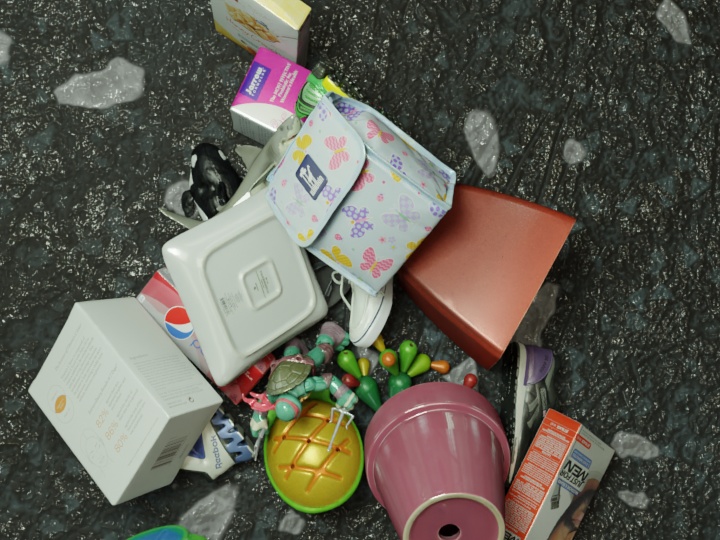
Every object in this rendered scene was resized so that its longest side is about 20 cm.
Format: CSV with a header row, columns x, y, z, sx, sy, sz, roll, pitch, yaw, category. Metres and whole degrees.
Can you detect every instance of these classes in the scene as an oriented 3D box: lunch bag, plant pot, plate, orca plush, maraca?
x,y,z,sx,sy,sz,roll,pitch,yaw,category
-0.008,-0.096,1.011,0.198,0.128,0.170,37,121,-8,lunch bag
0.106,0.276,1.049,0.194,0.180,0.205,-2,116,-4,plant pot
0.155,-0.004,1.115,0.174,0.200,0.203,30,82,9,plant pot
-0.135,0.017,1.055,0.198,0.032,0.204,-33,114,-33,plate
-0.202,-0.083,1.141,0.102,0.071,0.206,1,85,-5,orca plush
-0.070,0.228,1.114,0.134,0.108,0.203,-18,61,-9,maraca

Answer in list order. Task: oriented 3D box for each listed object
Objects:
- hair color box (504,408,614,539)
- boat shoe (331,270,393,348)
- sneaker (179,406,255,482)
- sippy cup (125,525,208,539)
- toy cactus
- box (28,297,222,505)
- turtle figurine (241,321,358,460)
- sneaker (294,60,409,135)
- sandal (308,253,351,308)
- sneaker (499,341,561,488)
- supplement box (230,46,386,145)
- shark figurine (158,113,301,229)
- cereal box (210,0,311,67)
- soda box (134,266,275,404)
x,y,z,sx,sy,sz,roll,pitch,yaw,category
0.263,0.309,1.130,0.110,0.063,0.203,34,82,-40,hair color box
0.003,-0.002,1.125,0.085,0.074,0.206,27,68,-28,boat shoe
-0.241,0.208,1.107,0.115,0.081,0.201,-39,91,-10,sneaker
-0.268,0.426,1.067,0.175,0.139,0.133,-13,98,32,sippy cup
0.054,0.183,1.140,0.195,0.102,0.169,17,93,-12,toy cactus
-0.299,0.159,1.037,0.200,0.106,0.154,44,112,21,box
-0.076,0.151,1.057,0.146,0.201,0.103,-6,121,15,turtle figurine
0.000,-0.180,1.077,0.199,0.078,0.085,41,116,-8,sneaker
-0.073,0.036,1.157,0.076,0.043,0.201,42,83,-1,sandal
0.244,0.209,1.159,0.085,0.076,0.206,10,84,-10,sneaker
-0.073,-0.211,1.150,0.196,0.103,0.103,25,83,-1,supplement box
-0.158,-0.124,1.097,0.214,0.128,0.090,-43,72,0,shark figurine
-0.136,-0.339,1.105,0.142,0.200,0.040,33,83,-1,cereal box
-0.211,0.083,1.118,0.200,0.070,0.064,43,106,0,soda box
